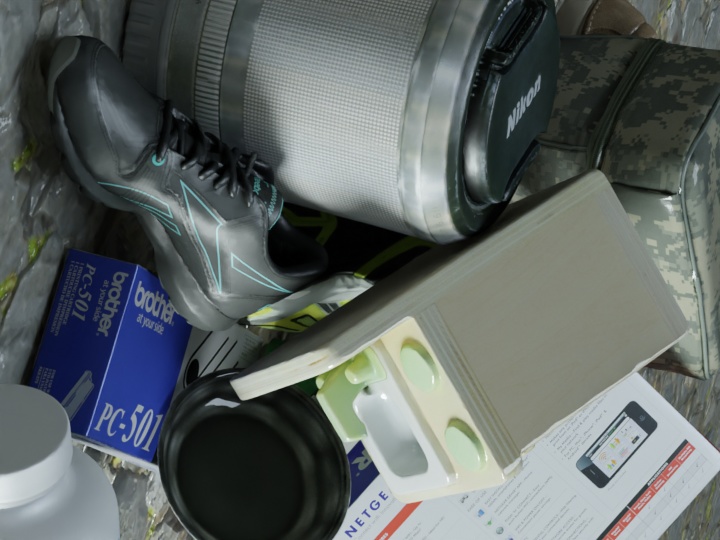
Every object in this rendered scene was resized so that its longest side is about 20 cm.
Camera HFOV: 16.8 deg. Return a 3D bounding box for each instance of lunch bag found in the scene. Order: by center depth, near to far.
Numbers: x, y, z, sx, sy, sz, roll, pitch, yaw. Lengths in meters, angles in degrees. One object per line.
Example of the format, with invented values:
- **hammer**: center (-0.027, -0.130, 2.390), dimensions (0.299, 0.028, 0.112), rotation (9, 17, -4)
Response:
- **lunch bag**: center (0.153, -0.048, 1.511), dimensions (0.201, 0.167, 0.140), rotation (76, 32, -42)

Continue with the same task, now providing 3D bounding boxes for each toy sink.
- **toy sink**: center (0.054, 0.050, 1.303), dimensions (0.199, 0.130, 0.112), rotation (-32, 94, -28)

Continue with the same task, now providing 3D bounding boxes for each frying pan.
- **frying pan**: center (-0.048, 0.080, 1.339), dimensions (0.031, 0.115, 0.191), rotation (-43, -159, 53)

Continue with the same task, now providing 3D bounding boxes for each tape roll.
- **tape roll**: center (-0.062, 0.142, 1.444), dimensions (0.200, 0.048, 0.202), rotation (19, 90, -88)

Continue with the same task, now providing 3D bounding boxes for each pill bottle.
- **pill bottle**: center (-0.168, 0.155, 1.167), dimensions (0.111, 0.110, 0.201), rotation (-49, 148, -50)

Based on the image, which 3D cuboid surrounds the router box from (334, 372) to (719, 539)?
- **router box**: center (0.096, 0.129, 1.480), dimensions (0.200, 0.049, 0.179), rotation (-47, 115, -1)

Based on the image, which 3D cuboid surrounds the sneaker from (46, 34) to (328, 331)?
- **sneaker**: center (-0.087, -0.051, 1.228), dimensions (0.200, 0.079, 0.076), rotation (54, 33, -43)

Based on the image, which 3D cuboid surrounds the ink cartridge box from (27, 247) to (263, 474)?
- **ink cartridge box**: center (-0.116, 0.058, 1.333), dimensions (0.200, 0.044, 0.095), rotation (36, 69, -69)

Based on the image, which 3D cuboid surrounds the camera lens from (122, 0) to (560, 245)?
- **camera lens**: center (-0.005, -0.110, 1.283), dimensions (0.160, 0.199, 0.161), rotation (16, 90, -70)

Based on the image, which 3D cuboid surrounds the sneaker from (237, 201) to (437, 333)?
- **sneaker**: center (0.000, 0.000, 1.421), dimensions (0.077, 0.198, 0.076), rotation (109, -17, -61)

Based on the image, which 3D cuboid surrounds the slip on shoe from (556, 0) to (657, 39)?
- **slip on shoe**: center (0.135, -0.091, 1.598), dimensions (0.076, 0.060, 0.201), rotation (-27, 144, -57)

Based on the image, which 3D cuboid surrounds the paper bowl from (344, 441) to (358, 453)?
- **paper bowl**: center (0.044, 0.117, 1.574), dimensions (0.104, 0.200, 0.202), rotation (-5, 109, -66)
